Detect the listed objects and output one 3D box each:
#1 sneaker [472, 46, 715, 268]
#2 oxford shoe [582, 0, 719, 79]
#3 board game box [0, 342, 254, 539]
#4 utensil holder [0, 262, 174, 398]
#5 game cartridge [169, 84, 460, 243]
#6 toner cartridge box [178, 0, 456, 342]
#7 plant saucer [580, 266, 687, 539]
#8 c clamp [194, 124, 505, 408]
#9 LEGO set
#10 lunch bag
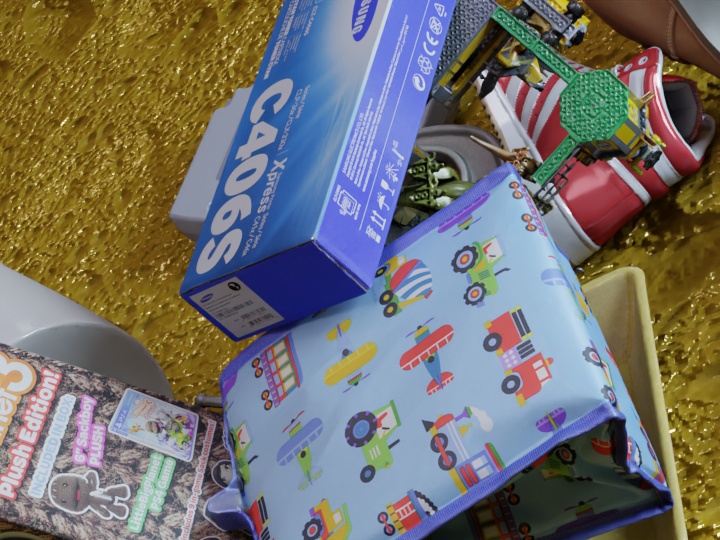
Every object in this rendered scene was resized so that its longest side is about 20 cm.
[{"bbox_3d":[0.129,-0.099,1.238,0.112,0.071,0.201,-35,42,15],"label":"sneaker"},{"bbox_3d":[0.178,-0.141,1.198,0.071,0.072,0.200,-34,69,-33],"label":"oxford shoe"},{"bbox_3d":[-0.155,0.133,1.095,0.160,0.198,0.097,114,171,-47],"label":"board game box"},{"bbox_3d":[-0.224,0.080,1.297,0.170,0.170,0.199,-51,36,-15],"label":"utensil holder"},{"bbox_3d":[-0.026,-0.076,1.398,0.199,0.041,0.134,-11,41,37],"label":"game cartridge"},{"bbox_3d":[-0.018,-0.067,1.079,0.095,0.043,0.201,-20,40,39],"label":"toner cartridge box"},{"bbox_3d":[0.071,0.115,1.078,0.199,0.049,0.201,-26,38,21],"label":"plant saucer"},{"bbox_3d":[0.000,0.000,1.264,0.170,0.027,0.201,10,70,41],"label":"c clamp"},{"bbox_3d":[0.067,-0.047,1.151,0.153,0.116,0.201,35,94,26],"label":"LEGO set"},{"bbox_3d":[0.018,0.071,1.007,0.199,0.094,0.151,-27,50,8],"label":"lunch bag"}]
